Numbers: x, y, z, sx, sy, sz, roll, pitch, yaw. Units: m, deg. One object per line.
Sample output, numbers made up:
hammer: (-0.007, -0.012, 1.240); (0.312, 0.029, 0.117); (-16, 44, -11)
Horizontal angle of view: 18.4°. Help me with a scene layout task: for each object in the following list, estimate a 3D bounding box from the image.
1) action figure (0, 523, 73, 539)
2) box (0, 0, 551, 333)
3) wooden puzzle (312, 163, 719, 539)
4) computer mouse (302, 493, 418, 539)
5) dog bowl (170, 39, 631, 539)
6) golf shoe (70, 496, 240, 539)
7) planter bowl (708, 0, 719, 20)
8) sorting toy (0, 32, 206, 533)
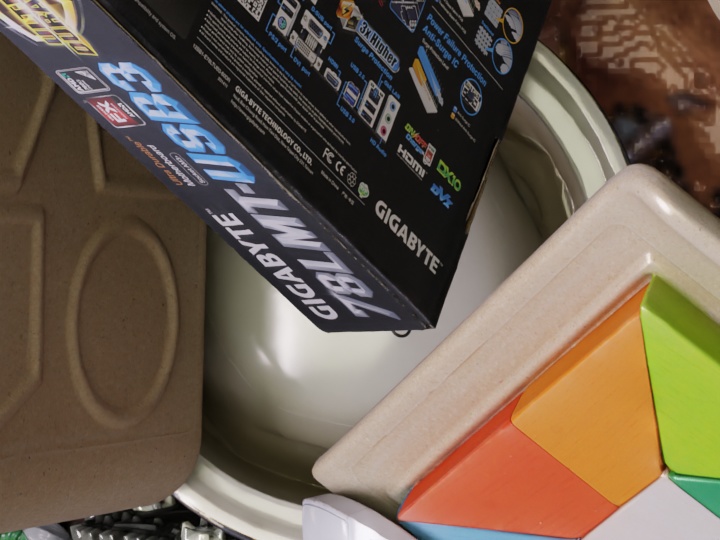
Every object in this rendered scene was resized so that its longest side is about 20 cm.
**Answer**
action figure: (-0.104, 0.162, 0.828); (0.118, 0.055, 0.200); (-38, 88, -1)
box: (-0.016, -0.115, 0.657); (0.050, 0.200, 0.199); (-4, 56, 38)
wooden puzzle: (0.098, 0.078, 0.664); (0.185, 0.037, 0.200); (38, 138, -6)
computer mouse: (0.050, 0.146, 0.722); (0.200, 0.110, 0.044); (39, 77, -10)
dog bowl: (0.000, 0.000, 0.785); (0.200, 0.074, 0.200); (0, 88, 5)
golf shoe: (-0.013, 0.133, 0.802); (0.200, 0.077, 0.088); (12, 101, 11)
planter bowl: (0.151, -0.183, 0.712); (0.200, 0.200, 0.135); (-47, 56, 9)
sorting toy: (-0.099, -0.021, 0.661); (0.036, 0.185, 0.200); (7, 93, 25)
